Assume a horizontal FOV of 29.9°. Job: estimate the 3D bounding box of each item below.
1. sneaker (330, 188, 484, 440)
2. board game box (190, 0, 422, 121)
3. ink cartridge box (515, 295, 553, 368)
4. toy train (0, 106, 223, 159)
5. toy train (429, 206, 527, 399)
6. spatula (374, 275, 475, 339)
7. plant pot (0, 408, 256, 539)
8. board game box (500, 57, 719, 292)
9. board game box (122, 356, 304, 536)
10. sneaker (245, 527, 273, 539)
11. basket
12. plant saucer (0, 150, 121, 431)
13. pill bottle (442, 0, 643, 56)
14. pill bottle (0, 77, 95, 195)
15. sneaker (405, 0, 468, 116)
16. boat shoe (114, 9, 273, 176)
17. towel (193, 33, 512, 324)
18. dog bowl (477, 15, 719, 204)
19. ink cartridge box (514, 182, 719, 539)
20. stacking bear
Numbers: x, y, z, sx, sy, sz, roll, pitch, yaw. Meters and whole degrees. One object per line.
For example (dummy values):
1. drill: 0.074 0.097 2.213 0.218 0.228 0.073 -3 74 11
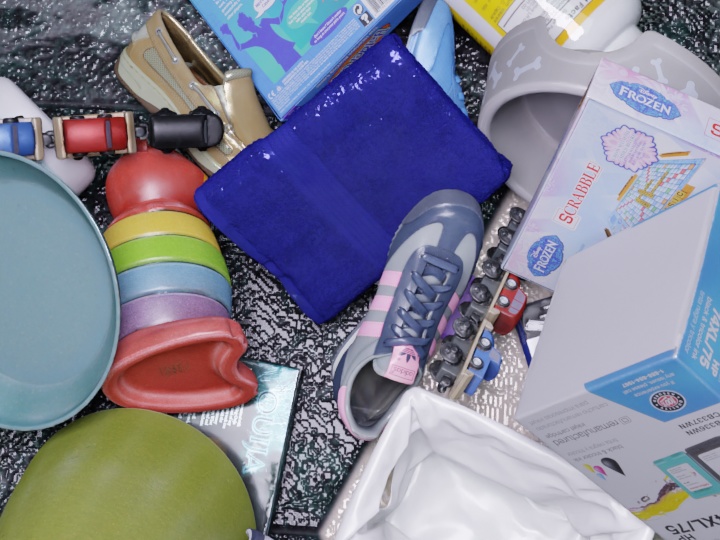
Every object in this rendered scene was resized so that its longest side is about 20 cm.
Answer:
1. sneaker: 0.039 0.039 0.986 0.070 0.082 0.201 17 118 -14
2. board game box: -0.063 -0.244 1.069 0.152 0.045 0.201 -41 81 23
3. ink cartridge box: 0.224 0.045 1.037 0.198 0.044 0.095 -17 82 0
4. toy train: -0.198 -0.098 0.983 0.198 0.046 0.034 -5 101 -14
5. toy train: 0.101 0.024 1.003 0.046 0.034 0.200 29 46 2
6. spatula: 0.000 0.000 1.068 0.199 0.021 0.057 21 84 7
7. plant pot: -0.179 0.211 0.911 0.185 0.200 0.189 1 100 6
8. board game box: 0.218 -0.029 0.926 0.198 0.201 0.041 24 55 3
9. board game box: -0.128 0.162 1.045 0.134 0.028 0.202 11 81 5
10. sneaker: -0.035 0.236 0.951 0.108 0.200 0.071 19 76 17
11. basket: 0.096 0.188 0.981 0.199 0.123 0.136 26 84 7
12. plant saucer: -0.245 0.012 0.957 0.198 0.036 0.202 6 104 24
13. pill bottle: 0.146 -0.203 1.046 0.113 0.113 0.200 -44 81 -4
14. pill bottle: -0.311 -0.046 1.047 0.200 0.111 0.111 -45 81 -4
15. sneaker: 0.064 -0.109 1.047 0.078 0.066 0.202 8 96 10
16. boat shoe: -0.107 -0.126 1.057 0.200 0.072 0.076 42 114 8
17. towel: -0.005 -0.067 0.998 0.199 0.050 0.148 -36 114 20
18. dog bowl: 0.175 -0.096 0.980 0.199 0.200 0.059 25 64 7
19. ink cartridge box: 0.235 0.079 0.887 0.200 0.146 0.147 38 52 -18
20. stacking bear: -0.149 -0.006 1.022 0.113 0.122 0.201 -9 60 -2
